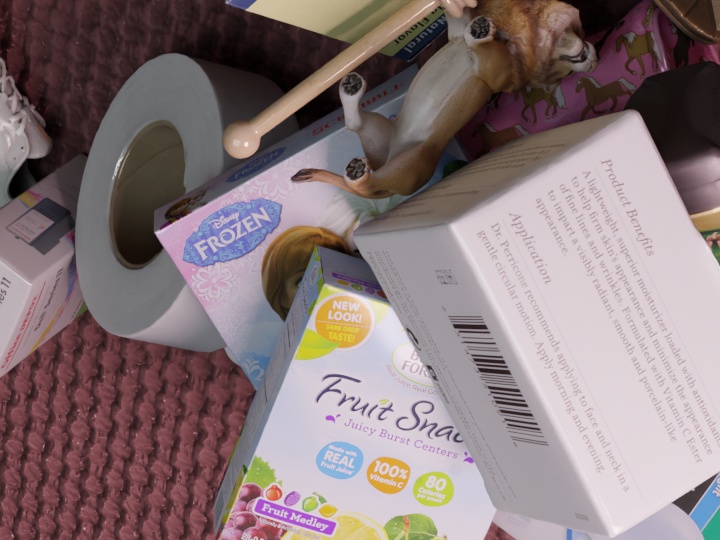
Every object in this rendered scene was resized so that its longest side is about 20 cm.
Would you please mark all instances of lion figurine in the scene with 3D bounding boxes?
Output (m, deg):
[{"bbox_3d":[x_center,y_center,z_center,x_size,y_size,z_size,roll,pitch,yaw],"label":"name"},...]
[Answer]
[{"bbox_3d":[0.050,-0.102,1.348,0.200,0.122,0.073,-40,65,2],"label":"lion figurine"}]

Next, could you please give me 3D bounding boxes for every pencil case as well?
[{"bbox_3d":[0.139,-0.106,1.439,0.199,0.083,0.087,-21,129,35],"label":"pencil case"}]

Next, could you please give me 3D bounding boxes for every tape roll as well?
[{"bbox_3d":[-0.121,-0.046,1.550,0.202,0.070,0.204,-23,61,50],"label":"tape roll"}]

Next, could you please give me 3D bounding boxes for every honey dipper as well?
[{"bbox_3d":[0.003,-0.127,1.288,0.200,0.038,0.038,-37,94,8],"label":"honey dipper"}]

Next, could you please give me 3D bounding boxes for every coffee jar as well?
[{"bbox_3d":[0.219,-0.024,1.336,0.085,0.105,0.201,-14,129,19],"label":"coffee jar"}]

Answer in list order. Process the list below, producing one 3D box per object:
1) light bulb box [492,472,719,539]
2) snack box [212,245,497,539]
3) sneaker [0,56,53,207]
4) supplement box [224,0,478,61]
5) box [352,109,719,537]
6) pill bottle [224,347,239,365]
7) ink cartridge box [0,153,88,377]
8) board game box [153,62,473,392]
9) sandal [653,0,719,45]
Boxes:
[{"bbox_3d":[0.209,0.121,1.486,0.200,0.125,0.199,35,126,11],"label":"light bulb box"},{"bbox_3d":[0.015,0.105,1.432,0.168,0.068,0.201,17,110,-13],"label":"snack box"},{"bbox_3d":[-0.275,-0.126,1.676,0.091,0.076,0.201,12,127,15],"label":"sneaker"},{"bbox_3d":[0.017,-0.248,1.291,0.200,0.199,0.135,-39,66,24],"label":"supplement box"},{"bbox_3d":[0.116,0.030,1.284,0.200,0.130,0.200,62,166,-6],"label":"box"},{"bbox_3d":[0.010,0.041,1.568,0.199,0.109,0.109,16,121,22],"label":"pill bottle"},{"bbox_3d":[-0.253,0.008,1.642,0.067,0.200,0.117,36,127,9],"label":"ink cartridge box"},{"bbox_3d":[0.000,0.000,1.445,0.199,0.041,0.200,-29,112,8],"label":"board game box"},{"bbox_3d":[0.164,-0.214,1.375,0.200,0.082,0.055,44,150,12],"label":"sandal"}]
